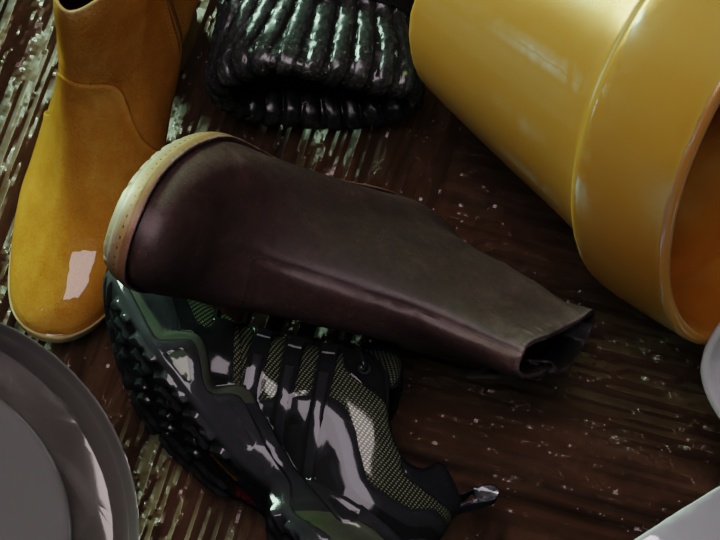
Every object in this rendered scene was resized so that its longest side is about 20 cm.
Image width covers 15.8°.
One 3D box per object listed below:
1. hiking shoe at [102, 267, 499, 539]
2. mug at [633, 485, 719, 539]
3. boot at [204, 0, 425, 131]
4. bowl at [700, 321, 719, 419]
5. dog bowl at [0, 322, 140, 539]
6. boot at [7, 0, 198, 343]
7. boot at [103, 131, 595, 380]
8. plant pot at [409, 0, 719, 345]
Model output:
[{"bbox_3d":[-0.032,0.059,1.175,0.101,0.076,0.200,-37,77,-23],"label":"hiking shoe"},{"bbox_3d":[0.171,0.178,1.047,0.200,0.148,0.176,-39,77,26],"label":"mug"},{"bbox_3d":[0.028,-0.151,1.241,0.211,0.079,0.158,-10,60,11],"label":"boot"},{"bbox_3d":[0.265,0.046,1.095,0.200,0.200,0.075,47,40,5],"label":"bowl"},{"bbox_3d":[-0.199,0.116,1.125,0.200,0.059,0.201,6,74,-20],"label":"dog bowl"},{"bbox_3d":[-0.125,-0.080,1.190,0.071,0.144,0.202,15,70,11],"label":"boot"},{"bbox_3d":[0.000,0.000,1.124,0.166,0.200,0.073,24,104,24],"label":"boot"},{"bbox_3d":[0.128,-0.097,1.165,0.183,0.200,0.200,33,73,31],"label":"plant pot"}]
